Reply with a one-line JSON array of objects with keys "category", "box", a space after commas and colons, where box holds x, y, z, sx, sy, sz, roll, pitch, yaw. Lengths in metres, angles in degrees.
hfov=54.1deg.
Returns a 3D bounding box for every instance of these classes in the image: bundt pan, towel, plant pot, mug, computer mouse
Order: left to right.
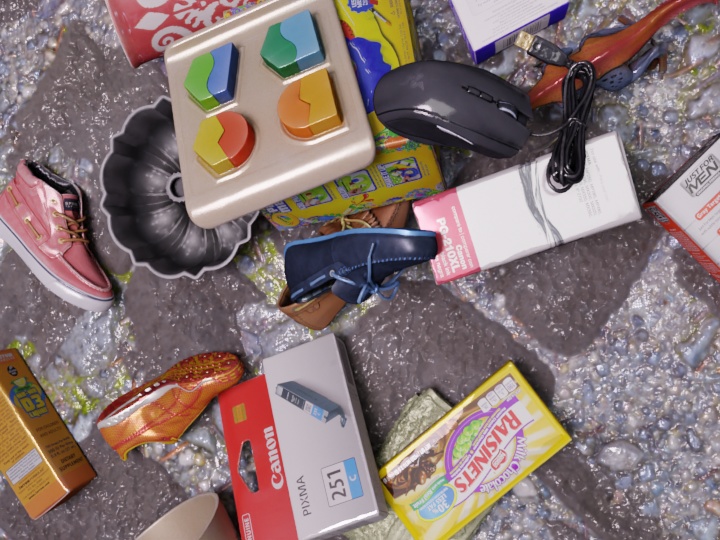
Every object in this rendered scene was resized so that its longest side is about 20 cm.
[{"category": "bundt pan", "box": [-0.193, -0.092, 0.812, 0.197, 0.076, 0.207, 0, 91, 11]}, {"category": "mug", "box": [-0.177, -0.330, 0.761, 0.196, 0.134, 0.181, -17, 70, -7]}, {"category": "plant pot", "box": [-0.178, 0.393, 0.788, 0.185, 0.188, 0.202, -32, 100, 10]}, {"category": "towel", "box": [0.073, 0.249, 0.791, 0.147, 0.036, 0.202, 34, 98, 9]}, {"category": "computer mouse", "box": [0.116, -0.164, 0.615, 0.196, 0.046, 0.143, 19, 71, 3]}]

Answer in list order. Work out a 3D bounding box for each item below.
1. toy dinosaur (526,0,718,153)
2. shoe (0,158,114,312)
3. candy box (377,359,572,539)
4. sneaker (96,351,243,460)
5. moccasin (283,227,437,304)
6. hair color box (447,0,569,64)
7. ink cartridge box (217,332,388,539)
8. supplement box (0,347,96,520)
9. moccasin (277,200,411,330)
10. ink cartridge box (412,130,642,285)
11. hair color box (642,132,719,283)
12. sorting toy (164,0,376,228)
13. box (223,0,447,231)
[{"category": "toy dinosaur", "box": [0.208, -0.207, 0.698, 0.179, 0.201, 0.106, -22, 70, -20]}, {"category": "shoe", "box": [-0.358, -0.044, 0.848, 0.199, 0.071, 0.092, 40, 104, 12]}, {"category": "candy box", "box": [0.116, 0.199, 0.752, 0.199, 0.026, 0.103, -41, 84, 6]}, {"category": "sneaker", "box": [-0.217, 0.158, 0.840, 0.197, 0.073, 0.078, -27, 109, 15]}, {"category": "moccasin", "box": [0.000, 0.000, 0.678, 0.198, 0.079, 0.070, -9, 79, 52]}, {"category": "hair color box", "box": [0.129, -0.340, 0.746, 0.108, 0.065, 0.204, -23, 89, 12]}, {"category": "ink cartridge box", "box": [-0.077, 0.195, 0.778, 0.173, 0.045, 0.204, -22, 64, 11]}, {"category": "supplement box", "box": [-0.417, 0.197, 0.872, 0.068, 0.066, 0.201, -38, 85, 10]}, {"category": "moccasin", "box": [-0.019, -0.028, 0.776, 0.202, 0.077, 0.074, -47, 45, 14]}, {"category": "ink cartridge box", "box": [0.162, -0.058, 0.707, 0.196, 0.145, 0.086, -19, 89, 11]}, {"category": "hair color box", "box": [0.394, -0.031, 0.705, 0.101, 0.061, 0.200, -44, 85, 9]}, {"category": "sorting toy", "box": [-0.093, -0.160, 0.653, 0.182, 0.036, 0.204, -20, 68, 9]}, {"category": "box", "box": [-0.026, -0.173, 0.725, 0.188, 0.122, 0.204, -13, 70, 12]}]
